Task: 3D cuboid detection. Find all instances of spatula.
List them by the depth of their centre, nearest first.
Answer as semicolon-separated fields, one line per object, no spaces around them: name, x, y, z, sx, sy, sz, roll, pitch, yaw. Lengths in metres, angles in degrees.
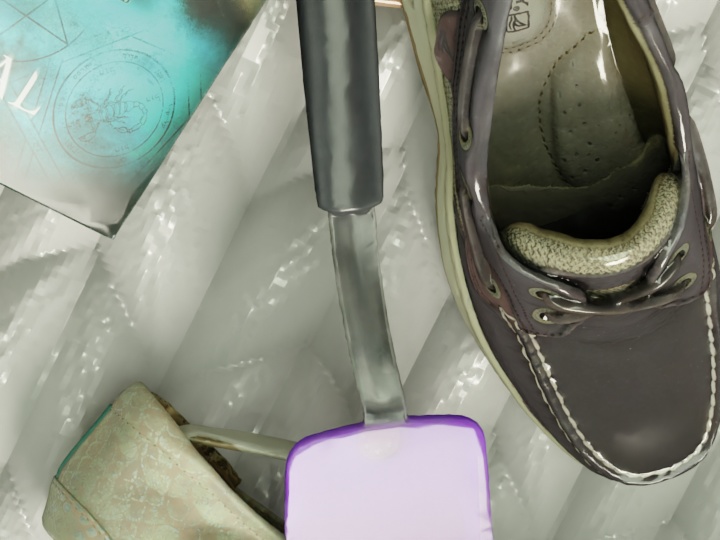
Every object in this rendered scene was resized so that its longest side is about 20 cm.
spatula;0.000;0.000;0.761;0.056;0.021;0.201;-7;94;-13

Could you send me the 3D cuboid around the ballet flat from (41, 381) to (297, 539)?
ballet flat;0.011;0.091;0.808;0.200;0.067;0.062;27;88;-16

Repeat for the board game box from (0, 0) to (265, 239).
board game box;-0.104;-0.105;0.693;0.200;0.028;0.135;26;103;-33

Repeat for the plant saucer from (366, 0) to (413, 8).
plant saucer;0.018;-0.169;0.759;0.200;0.032;0.201;-3;105;-9

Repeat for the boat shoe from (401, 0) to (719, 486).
boat shoe;0.057;-0.018;0.769;0.072;0.065;0.200;-16;122;-2
